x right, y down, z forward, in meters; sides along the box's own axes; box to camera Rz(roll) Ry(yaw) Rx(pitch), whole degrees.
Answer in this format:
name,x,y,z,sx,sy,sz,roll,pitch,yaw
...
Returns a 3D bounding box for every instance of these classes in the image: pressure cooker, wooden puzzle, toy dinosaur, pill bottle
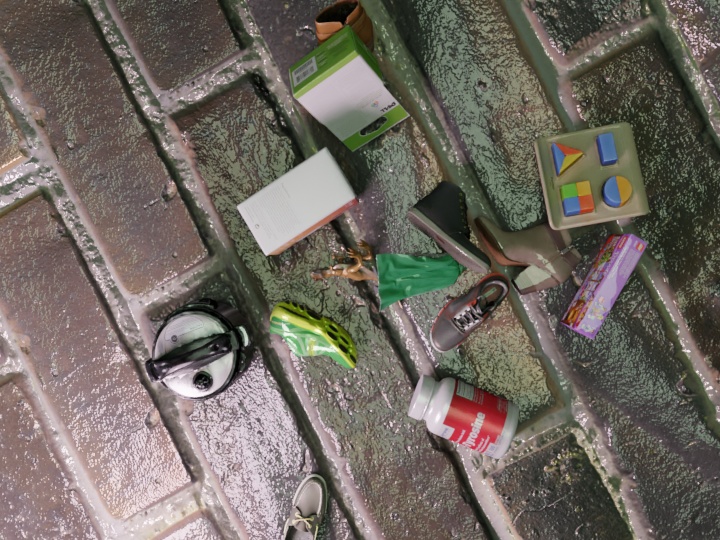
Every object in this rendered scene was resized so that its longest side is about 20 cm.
name,x,y,z,sx,sy,sz,roll,pitch,yaw
pressure cooker,-0.298,0.153,1.399,0.176,0.200,0.179,27,94,2
wooden puzzle,0.447,-0.186,1.417,0.195,0.046,0.190,-9,79,2
toy dinosaur,0.000,0.000,1.468,0.195,0.061,0.108,11,127,-1
pill bottle,0.198,0.278,1.432,0.196,0.112,0.114,21,93,2

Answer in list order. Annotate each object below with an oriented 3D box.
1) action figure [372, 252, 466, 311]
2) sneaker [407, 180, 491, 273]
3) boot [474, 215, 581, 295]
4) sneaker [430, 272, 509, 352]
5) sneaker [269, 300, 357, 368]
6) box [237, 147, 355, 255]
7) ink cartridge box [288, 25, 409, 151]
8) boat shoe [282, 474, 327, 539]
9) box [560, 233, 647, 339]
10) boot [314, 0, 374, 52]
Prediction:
name,x,y,z,sx,sy,sz,roll,pitch,yaw
action figure,0.123,0.005,1.440,0.196,0.055,0.120,-9,118,-14
sneaker,0.193,-0.089,1.410,0.106,0.075,0.199,-45,68,-8
boot,0.333,-0.056,1.442,0.145,0.070,0.202,-33,91,-3
sneaker,0.212,0.080,1.438,0.077,0.082,0.200,43,93,0
sneaker,-0.093,0.137,1.470,0.198,0.074,0.084,32,118,-2
box,-0.113,-0.127,1.403,0.198,0.152,0.108,-32,90,4
ink cartridge box,-0.020,-0.337,1.398,0.146,0.199,0.077,-29,52,21
boat shoe,-0.115,0.515,1.481,0.071,0.060,0.206,17,93,2
box,0.458,0.027,1.398,0.039,0.137,0.203,29,93,1
boot,-0.062,-0.418,1.390,0.197,0.155,0.078,-30,73,3
